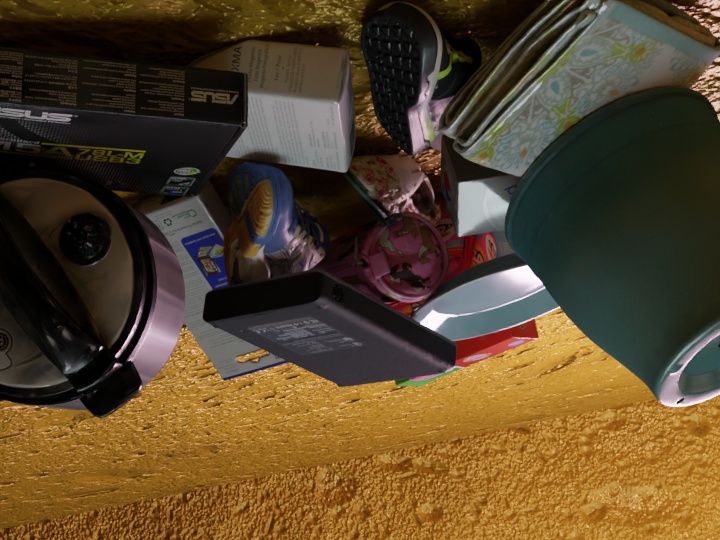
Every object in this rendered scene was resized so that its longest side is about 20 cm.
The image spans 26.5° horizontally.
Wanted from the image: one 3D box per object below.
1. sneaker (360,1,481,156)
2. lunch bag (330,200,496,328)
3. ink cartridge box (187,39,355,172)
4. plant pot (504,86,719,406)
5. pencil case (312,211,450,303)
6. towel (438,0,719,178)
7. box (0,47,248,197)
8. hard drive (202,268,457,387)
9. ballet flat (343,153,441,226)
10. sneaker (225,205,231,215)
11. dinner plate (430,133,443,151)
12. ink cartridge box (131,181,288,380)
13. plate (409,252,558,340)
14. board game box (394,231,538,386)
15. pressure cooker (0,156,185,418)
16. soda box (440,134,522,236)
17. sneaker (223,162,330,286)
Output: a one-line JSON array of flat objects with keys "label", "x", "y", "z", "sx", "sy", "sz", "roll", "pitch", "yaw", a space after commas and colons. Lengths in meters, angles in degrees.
[{"label": "sneaker", "x": 0.052, "y": -0.160, "z": 1.155, "sx": 0.082, "sy": 0.072, "sz": 0.200, "roll": -37, "pitch": 167, "yaw": -11}, {"label": "lunch bag", "x": 0.038, "y": 0.020, "z": 1.550, "sx": 0.198, "sy": 0.177, "sz": 0.082, "roll": -19, "pitch": 122, "yaw": 22}, {"label": "ink cartridge box", "x": -0.105, "y": -0.132, "z": 1.192, "sx": 0.197, "sy": 0.058, "sz": 0.163, "roll": 11, "pitch": 166, "yaw": 4}, {"label": "plant pot", "x": 0.242, "y": -0.006, "z": 1.203, "sx": 0.198, "sy": 0.189, "sz": 0.201, "roll": -21, "pitch": 148, "yaw": -14}, {"label": "pencil case", "x": 0.000, "y": 0.000, "z": 1.416, "sx": 0.086, "sy": 0.083, "sz": 0.199, "roll": 41, "pitch": 157, "yaw": -16}, {"label": "towel", "x": 0.172, "y": -0.142, "z": 1.176, "sx": 0.199, "sy": 0.048, "sz": 0.171, "roll": 12, "pitch": 130, "yaw": -48}, {"label": "box", "x": -0.197, "y": -0.105, "z": 1.121, "sx": 0.197, "sy": 0.048, "sz": 0.193, "roll": 4, "pitch": 169, "yaw": -17}, {"label": "hard drive", "x": -0.025, "y": 0.056, "z": 1.370, "sx": 0.138, "sy": 0.033, "sz": 0.199, "roll": -11, "pitch": 153, "yaw": 37}, {"label": "ballet flat", "x": 0.033, "y": -0.075, "z": 1.435, "sx": 0.064, "sy": 0.076, "sz": 0.200, "roll": -42, "pitch": 162, "yaw": 0}, {"label": "sneaker", "x": -0.128, "y": -0.020, "z": 1.526, "sx": 0.198, "sy": 0.078, "sz": 0.085, "roll": -11, "pitch": 175, "yaw": 43}, {"label": "dinner plate", "x": 0.152, "y": -0.132, "z": 1.362, "sx": 0.197, "sy": 0.025, "sz": 0.200, "roll": -10, "pitch": 166, "yaw": -2}, {"label": "ink cartridge box", "x": -0.138, "y": 0.011, "z": 1.444, "sx": 0.094, "sy": 0.201, "sz": 0.037, "roll": -17, "pitch": -152, "yaw": 26}, {"label": "plate", "x": 0.131, "y": 0.018, "z": 1.408, "sx": 0.198, "sy": 0.026, "sz": 0.200, "roll": -15, "pitch": 162, "yaw": -5}, {"label": "board game box", "x": 0.101, "y": 0.027, "z": 1.665, "sx": 0.040, "sy": 0.155, "sz": 0.199, "roll": 3, "pitch": 160, "yaw": -38}, {"label": "pressure cooker", "x": -0.228, "y": 0.013, "z": 1.135, "sx": 0.173, "sy": 0.181, "sz": 0.200, "roll": 11, "pitch": 174, "yaw": 4}, {"label": "soda box", "x": 0.171, "y": -0.087, "z": 1.324, "sx": 0.197, "sy": 0.069, "sz": 0.064, "roll": -8, "pitch": 134, "yaw": -6}, {"label": "sneaker", "x": -0.068, "y": -0.040, "z": 1.321, "sx": 0.087, "sy": 0.076, "sz": 0.200, "roll": -8, "pitch": 160, "yaw": -13}]
